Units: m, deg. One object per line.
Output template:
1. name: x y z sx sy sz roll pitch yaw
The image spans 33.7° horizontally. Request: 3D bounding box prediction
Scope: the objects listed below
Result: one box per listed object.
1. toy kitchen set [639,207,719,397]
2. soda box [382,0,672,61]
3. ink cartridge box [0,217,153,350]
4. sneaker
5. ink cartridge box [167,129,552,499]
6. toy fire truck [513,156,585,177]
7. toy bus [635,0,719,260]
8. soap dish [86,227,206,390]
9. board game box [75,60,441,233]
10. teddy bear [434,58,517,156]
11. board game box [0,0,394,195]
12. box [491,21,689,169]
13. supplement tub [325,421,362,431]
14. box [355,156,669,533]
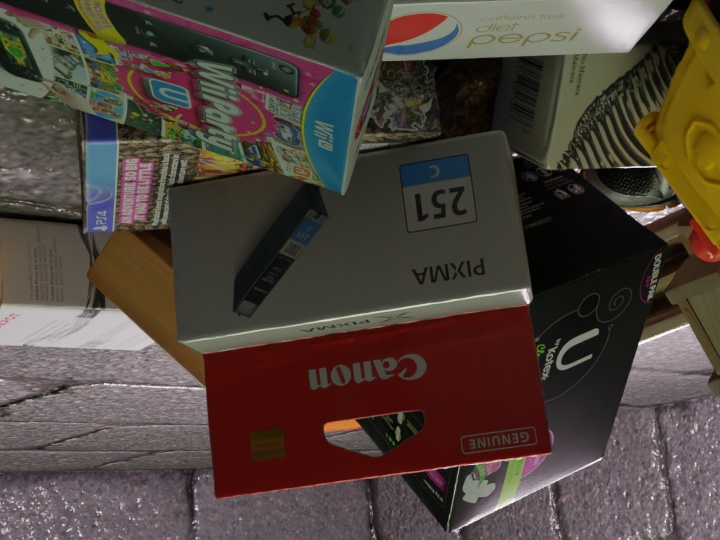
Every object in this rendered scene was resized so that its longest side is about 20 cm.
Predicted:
1. toy kitchen set: 0.248 0.059 0.862 0.180 0.164 0.200 -27 -172 37
2. soda box: 0.056 -0.153 0.625 0.198 0.064 0.068 -3 165 -10
3. ink cartridge box: -0.264 0.017 1.089 0.199 0.084 0.145 5 162 -37
4. sneaker: 0.257 -0.106 0.881 0.199 0.079 0.077 -24 161 19
5. ink cartridge box: -0.003 0.026 0.666 0.199 0.177 0.045 -9 165 9
6. toy fire truck: 0.105 -0.061 0.928 0.199 0.141 0.049 27 130 3
7. toy bus: 0.259 -0.085 0.666 0.199 0.136 0.192 -23 156 -22
8. soap dish: -0.063 -0.010 0.826 0.200 0.157 0.082 -35 153 -35
9. board game box: -0.071 -0.095 0.720 0.198 0.098 0.159 -3 165 -14
10. teddy bear: 0.120 -0.115 0.821 0.199 0.067 0.145 -10 172 -18
11. board game box: -0.088 -0.116 0.552 0.199 0.065 0.148 17 164 1
12. box: 0.185 -0.111 0.745 0.199 0.083 0.068 -5 -155 -25
13. supplement tub: -0.019 0.031 1.021 0.122 0.201 0.123 -6 165 -1
14. box: 0.093 0.047 0.804 0.148 0.124 0.201 -19 135 -27
